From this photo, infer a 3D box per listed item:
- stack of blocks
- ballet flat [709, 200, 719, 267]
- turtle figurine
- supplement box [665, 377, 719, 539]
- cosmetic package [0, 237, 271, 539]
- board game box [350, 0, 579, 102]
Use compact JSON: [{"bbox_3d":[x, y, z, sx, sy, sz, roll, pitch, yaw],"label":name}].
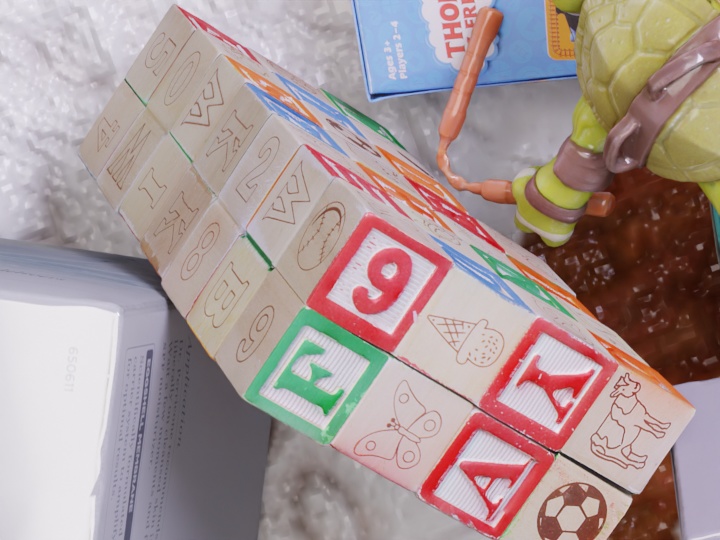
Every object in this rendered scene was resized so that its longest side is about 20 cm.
[{"bbox_3d":[0.000,0.000,0.780,0.115,0.200,0.059,30,99,-27],"label":"stack of blocks"},{"bbox_3d":[0.145,0.008,0.818,0.067,0.064,0.201,3,103,36],"label":"ballet flat"},{"bbox_3d":[0.104,-0.054,0.748,0.161,0.064,0.200,46,124,14],"label":"turtle figurine"},{"bbox_3d":[0.162,0.108,0.768,0.109,0.061,0.200,-13,131,11],"label":"supplement box"},{"bbox_3d":[-0.144,0.050,0.808,0.199,0.200,0.123,8,92,10],"label":"cosmetic package"},{"bbox_3d":[0.087,-0.135,0.809,0.199,0.037,0.152,-5,109,16],"label":"board game box"}]
